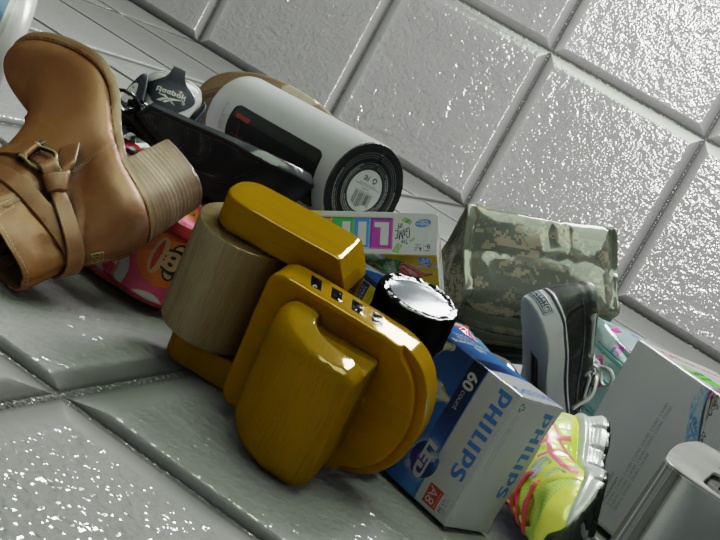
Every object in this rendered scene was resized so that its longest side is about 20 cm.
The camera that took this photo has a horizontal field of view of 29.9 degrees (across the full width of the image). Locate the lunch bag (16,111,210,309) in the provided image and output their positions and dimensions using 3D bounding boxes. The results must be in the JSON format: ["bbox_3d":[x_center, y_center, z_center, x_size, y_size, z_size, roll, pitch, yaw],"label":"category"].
[{"bbox_3d":[-0.171,-0.040,1.055,0.199,0.082,0.176,36,7,25],"label":"lunch bag"}]

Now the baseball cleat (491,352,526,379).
[{"bbox_3d":[0.067,0.088,1.192,0.105,0.071,0.200,3,22,-34],"label":"baseball cleat"}]

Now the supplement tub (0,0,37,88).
[{"bbox_3d":[-0.380,-0.213,1.100,0.198,0.146,0.145,27,10,-21],"label":"supplement tub"}]

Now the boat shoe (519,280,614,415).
[{"bbox_3d":[0.177,0.085,1.160,0.067,0.201,0.074,-18,41,-11],"label":"boat shoe"}]

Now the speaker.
[{"bbox_3d":[-0.051,-0.100,1.137,0.081,0.082,0.199,21,9,-42],"label":"speaker"}]

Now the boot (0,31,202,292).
[{"bbox_3d":[-0.223,-0.075,0.913,0.155,0.077,0.200,-30,70,-38],"label":"boot"}]

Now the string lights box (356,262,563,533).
[{"bbox_3d":[0.036,0.082,0.949,0.059,0.104,0.200,21,12,-49],"label":"string lights box"}]

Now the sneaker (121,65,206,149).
[{"bbox_3d":[-0.194,-0.127,1.261,0.079,0.131,0.199,25,10,-17],"label":"sneaker"}]

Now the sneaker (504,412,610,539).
[{"bbox_3d":[0.126,0.154,0.954,0.089,0.079,0.200,14,15,7],"label":"sneaker"}]

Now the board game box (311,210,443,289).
[{"bbox_3d":[0.000,0.000,1.096,0.132,0.035,0.200,2,-16,6],"label":"board game box"}]

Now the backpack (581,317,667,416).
[{"bbox_3d":[0.256,0.130,1.296,0.199,0.127,0.167,24,11,-45],"label":"backpack"}]

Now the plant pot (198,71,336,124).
[{"bbox_3d":[-0.103,-0.098,1.381,0.199,0.093,0.202,20,-33,13],"label":"plant pot"}]

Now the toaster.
[{"bbox_3d":[0.246,0.208,0.890,0.199,0.120,0.180,33,9,21],"label":"toaster"}]

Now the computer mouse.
[{"bbox_3d":[-0.126,-0.086,1.063,0.198,0.053,0.138,25,0,28],"label":"computer mouse"}]

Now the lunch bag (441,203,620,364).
[{"bbox_3d":[0.154,0.033,1.379,0.162,0.119,0.200,9,-27,-9],"label":"lunch bag"}]

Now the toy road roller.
[{"bbox_3d":[-0.045,0.047,0.845,0.199,0.124,0.146,30,23,10],"label":"toy road roller"}]

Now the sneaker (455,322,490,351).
[{"bbox_3d":[0.087,0.101,1.089,0.199,0.080,0.095,32,12,12],"label":"sneaker"}]

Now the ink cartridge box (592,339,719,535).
[{"bbox_3d":[0.292,0.179,1.094,0.146,0.147,0.200,20,13,-46],"label":"ink cartridge box"}]
